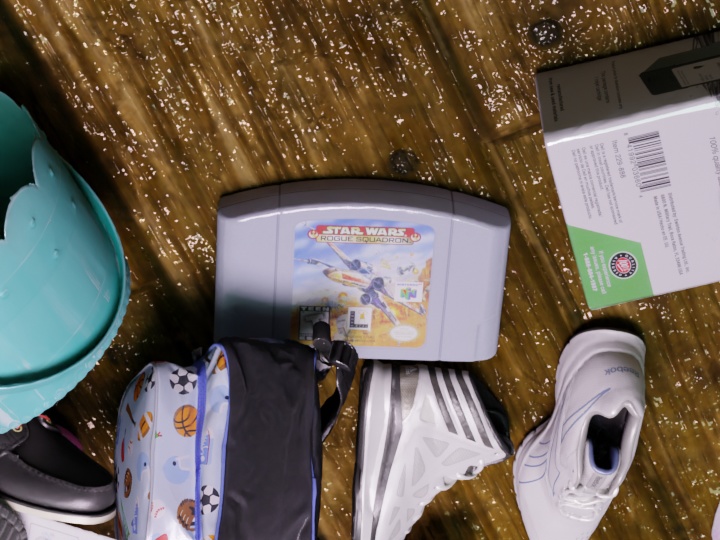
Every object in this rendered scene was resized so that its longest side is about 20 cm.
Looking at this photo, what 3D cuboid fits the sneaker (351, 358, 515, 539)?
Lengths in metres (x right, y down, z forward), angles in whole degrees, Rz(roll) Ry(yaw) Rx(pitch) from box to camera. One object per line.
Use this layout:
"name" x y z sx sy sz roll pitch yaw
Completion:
"sneaker" 0.052 0.156 1.761 0.115 0.076 0.201 3 124 -2

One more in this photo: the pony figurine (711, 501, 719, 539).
"pony figurine" 0.316 0.260 1.815 0.200 0.167 0.193 7 135 -26

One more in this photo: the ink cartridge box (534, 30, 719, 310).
"ink cartridge box" 0.228 -0.072 1.594 0.200 0.084 0.146 -12 125 8

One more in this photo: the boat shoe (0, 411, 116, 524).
"boat shoe" -0.248 0.112 1.676 0.201 0.074 0.063 27 110 25

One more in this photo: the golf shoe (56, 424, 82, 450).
"golf shoe" -0.279 0.187 1.768 0.200 0.092 0.075 -37 117 21

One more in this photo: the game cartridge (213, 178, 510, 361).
"game cartridge" 0.000 0.000 1.673 0.200 0.042 0.133 2 130 -2

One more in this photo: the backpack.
"backpack" -0.093 0.143 1.672 0.154 0.200 0.191 8 166 -7

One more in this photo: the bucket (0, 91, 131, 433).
"bucket" -0.255 0.001 1.570 0.207 0.207 0.135 -25 130 16

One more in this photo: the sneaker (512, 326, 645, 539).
"sneaker" 0.157 0.137 1.744 0.074 0.087 0.200 5 127 -8

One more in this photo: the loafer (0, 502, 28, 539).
"loafer" -0.309 0.148 1.598 0.070 0.075 0.200 -19 126 41

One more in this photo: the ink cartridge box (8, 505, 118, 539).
"ink cartridge box" -0.252 0.230 1.685 0.200 0.047 0.160 15 100 21
